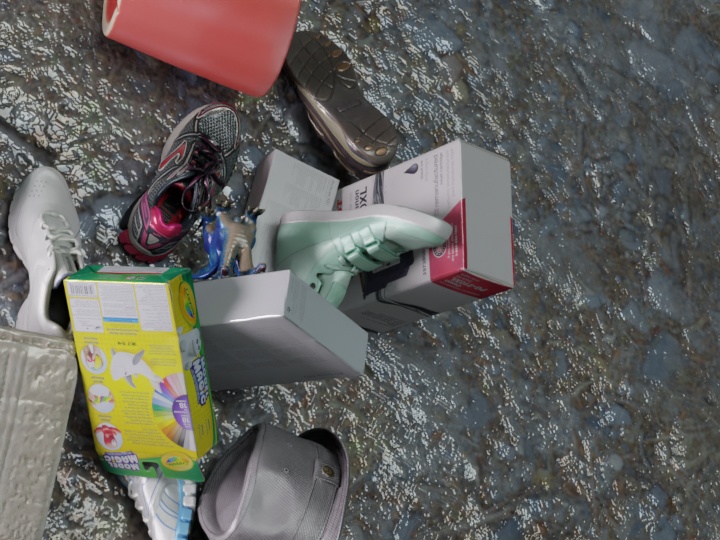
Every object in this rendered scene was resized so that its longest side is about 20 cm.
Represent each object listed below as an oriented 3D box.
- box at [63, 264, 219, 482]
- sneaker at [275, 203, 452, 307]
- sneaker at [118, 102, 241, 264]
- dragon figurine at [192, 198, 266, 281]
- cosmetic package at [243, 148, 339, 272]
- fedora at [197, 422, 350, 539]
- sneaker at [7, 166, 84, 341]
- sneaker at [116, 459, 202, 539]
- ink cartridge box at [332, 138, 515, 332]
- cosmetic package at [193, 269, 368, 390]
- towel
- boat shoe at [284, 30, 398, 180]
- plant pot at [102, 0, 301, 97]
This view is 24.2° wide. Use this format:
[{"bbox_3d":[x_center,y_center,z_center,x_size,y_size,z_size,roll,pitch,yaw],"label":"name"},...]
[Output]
[{"bbox_3d":[-0.198,0.096,1.541,0.048,0.117,0.201,-37,125,-59],"label":"box"},{"bbox_3d":[0.000,0.000,1.674,0.074,0.200,0.119,30,63,-52],"label":"sneaker"},{"bbox_3d":[-0.171,-0.094,1.725,0.080,0.075,0.200,35,57,-16],"label":"sneaker"},{"bbox_3d":[-0.136,-0.012,1.657,0.059,0.200,0.100,13,81,-19],"label":"dragon figurine"},{"bbox_3d":[-0.088,-0.019,1.761,0.082,0.051,0.201,25,61,-19],"label":"cosmetic package"},{"bbox_3d":[-0.093,0.221,1.585,0.090,0.177,0.201,34,41,-24],"label":"fedora"},{"bbox_3d":[-0.291,-0.009,1.613,0.074,0.087,0.201,1,71,-30],"label":"sneaker"},{"bbox_3d":[-0.197,0.213,1.609,0.086,0.075,0.201,6,70,-4],"label":"sneaker"},{"bbox_3d":[0.060,-0.032,1.756,0.084,0.200,0.145,18,63,-41],"label":"ink cartridge box"},{"bbox_3d":[-0.115,0.061,1.595,0.151,0.199,0.052,43,47,-50],"label":"cosmetic package"},{"bbox_3d":[-0.336,0.149,1.526,0.132,0.034,0.201,14,88,-25],"label":"towel"},{"bbox_3d":[-0.033,-0.177,1.843,0.074,0.073,0.200,-17,61,-26],"label":"boat shoe"},{"bbox_3d":[-0.168,-0.294,1.745,0.177,0.200,0.201,10,67,-17],"label":"plant pot"}]
